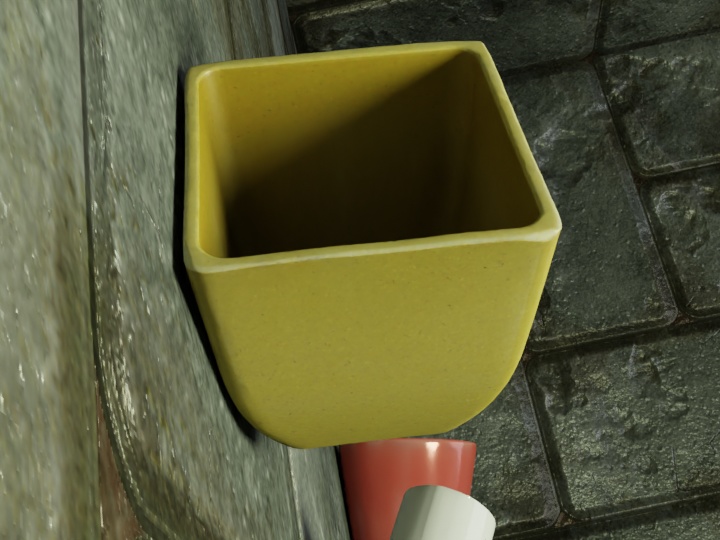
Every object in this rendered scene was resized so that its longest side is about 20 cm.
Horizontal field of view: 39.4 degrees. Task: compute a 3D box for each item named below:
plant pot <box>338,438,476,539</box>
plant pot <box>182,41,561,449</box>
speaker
[{"bbox_3d":[0.066,0.331,1.406,0.201,0.196,0.181,77,13,-75],"label":"plant pot"},{"bbox_3d":[0.000,0.000,0.630,0.196,0.192,0.202,-101,-174,-48],"label":"plant pot"},{"bbox_3d":[0.040,0.265,0.747,0.082,0.080,0.202,78,27,-48],"label":"speaker"}]
